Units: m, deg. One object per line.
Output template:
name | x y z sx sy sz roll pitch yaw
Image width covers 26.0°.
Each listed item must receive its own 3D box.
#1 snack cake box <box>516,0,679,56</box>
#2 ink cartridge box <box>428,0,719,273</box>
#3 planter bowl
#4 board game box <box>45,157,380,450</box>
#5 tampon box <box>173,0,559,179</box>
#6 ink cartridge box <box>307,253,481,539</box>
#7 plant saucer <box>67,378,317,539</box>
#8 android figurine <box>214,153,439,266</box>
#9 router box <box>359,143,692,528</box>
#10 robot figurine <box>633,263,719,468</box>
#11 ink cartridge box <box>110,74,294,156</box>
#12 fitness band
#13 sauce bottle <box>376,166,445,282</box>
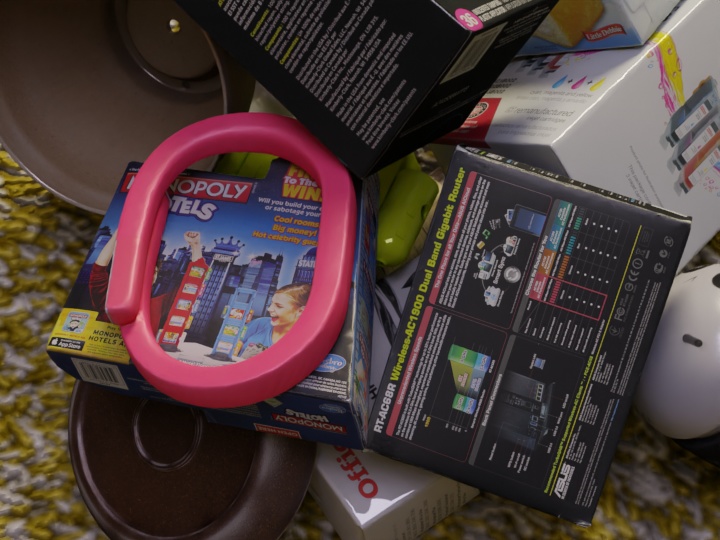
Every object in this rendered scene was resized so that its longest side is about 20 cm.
snack cake box | 0.139 -0.210 1.094 0.200 0.067 0.115 3 46 51
ink cartridge box | 0.182 -0.095 1.091 0.200 0.145 0.145 -43 26 -21
planter bowl | -0.153 -0.155 1.097 0.200 0.200 0.135 22 34 13
board game box | -0.067 -0.002 0.995 0.200 0.062 0.200 9 57 17
tampon box | -0.004 -0.184 0.981 0.200 0.126 0.150 44 34 8
ink cartridge box | 0.043 0.082 1.071 0.200 0.084 0.146 -33 65 -14
plant saucer | -0.122 0.104 1.037 0.200 0.032 0.201 -3 85 29
android figurine | -0.039 -0.041 1.089 0.182 0.041 0.200 13 60 29
router box | 0.101 0.039 0.961 0.150 0.062 0.200 19 97 9
robot figurine | 0.267 0.075 1.017 0.200 0.150 0.125 29 46 -22
ink cartridge box | -0.097 -0.101 1.176 0.162 0.057 0.200 -23 50 -10
fitness band | -0.075 -0.010 0.944 0.143 0.037 0.200 0 56 8
sauce bottle | 0.000 0.000 1.127 0.200 0.065 0.065 -34 66 -14
